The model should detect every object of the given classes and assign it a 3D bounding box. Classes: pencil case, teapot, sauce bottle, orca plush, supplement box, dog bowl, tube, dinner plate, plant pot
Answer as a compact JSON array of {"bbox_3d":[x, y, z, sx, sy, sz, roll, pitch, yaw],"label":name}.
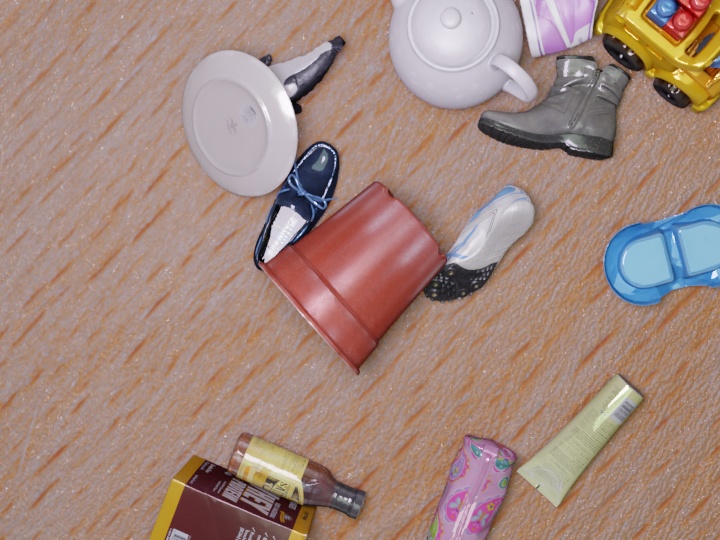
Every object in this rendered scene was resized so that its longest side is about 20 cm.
[{"bbox_3d":[0.149,0.333,1.448,0.086,0.087,0.202,22,94,2],"label":"pencil case"},{"bbox_3d":[0.127,-0.311,1.366,0.197,0.146,0.201,-5,88,7],"label":"teapot"},{"bbox_3d":[-0.089,0.295,1.469,0.198,0.066,0.067,22,95,4],"label":"sauce bottle"},{"bbox_3d":[-0.100,-0.256,1.448,0.199,0.071,0.106,-37,47,1],"label":"orca plush"},{"bbox_3d":[-0.191,0.399,1.449,0.198,0.133,0.200,22,95,2],"label":"supplement box"},{"bbox_3d":[0.429,-0.023,1.423,0.197,0.050,0.113,-16,93,5],"label":"dog bowl"},{"bbox_3d":[0.311,0.233,1.452,0.201,0.052,0.058,-51,48,9],"label":"tube"},{"bbox_3d":[-0.172,-0.196,1.412,0.198,0.024,0.203,12,115,27],"label":"dinner plate"},{"bbox_3d":[0.000,0.000,1.391,0.195,0.201,0.201,-42,90,-3],"label":"plant pot"}]

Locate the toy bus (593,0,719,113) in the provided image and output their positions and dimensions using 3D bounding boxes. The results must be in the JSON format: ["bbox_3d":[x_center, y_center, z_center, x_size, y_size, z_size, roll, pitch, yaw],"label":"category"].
[{"bbox_3d":[0.420,-0.311,1.335,0.199,0.192,0.136,39,94,-1],"label":"toy bus"}]

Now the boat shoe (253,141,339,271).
[{"bbox_3d":[-0.084,-0.083,1.442,0.083,0.069,0.202,23,95,2],"label":"boat shoe"}]

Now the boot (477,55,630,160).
[{"bbox_3d":[0.264,-0.232,1.421,0.197,0.068,0.133,10,87,-2],"label":"boot"}]

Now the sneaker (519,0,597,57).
[{"bbox_3d":[0.263,-0.399,1.391,0.113,0.073,0.203,-12,104,18],"label":"sneaker"}]

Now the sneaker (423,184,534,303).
[{"bbox_3d":[0.162,-0.034,1.440,0.072,0.073,0.200,35,109,-27],"label":"sneaker"}]
